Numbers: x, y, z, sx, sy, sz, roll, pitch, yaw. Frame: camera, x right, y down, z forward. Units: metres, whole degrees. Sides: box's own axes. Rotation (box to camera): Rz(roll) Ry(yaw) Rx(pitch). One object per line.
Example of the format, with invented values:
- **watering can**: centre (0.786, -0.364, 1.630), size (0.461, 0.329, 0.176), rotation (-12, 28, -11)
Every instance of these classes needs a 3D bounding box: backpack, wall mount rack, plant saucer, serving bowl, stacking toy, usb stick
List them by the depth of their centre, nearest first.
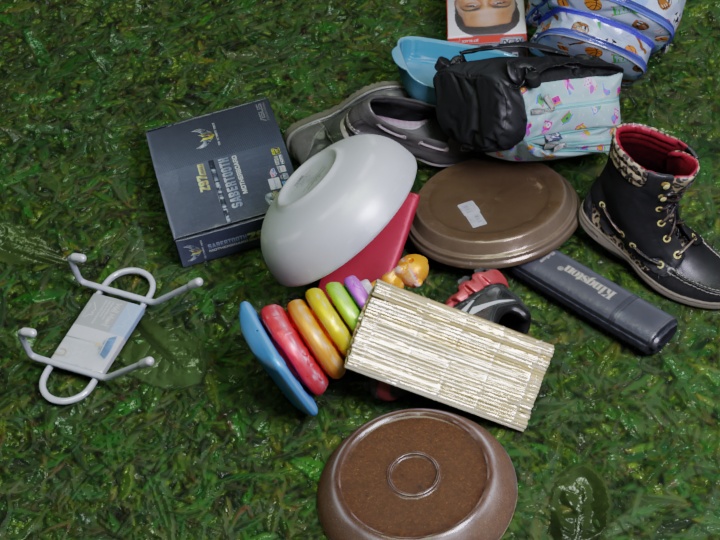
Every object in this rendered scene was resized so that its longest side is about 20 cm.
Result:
- **plant saucer**: centre (0.054, 0.208, 1.538), size (0.200, 0.035, 0.201), rotation (-4, 47, 4)
- **stacking toy**: centre (-0.014, 0.045, 1.613), size (0.200, 0.110, 0.116), rotation (-34, 45, 0)
- **usb stick**: centre (0.247, 0.027, 1.672), size (0.200, 0.033, 0.055), rotation (33, 61, 32)
- **serving bowl**: centre (-0.037, -0.078, 1.674), size (0.200, 0.066, 0.200), rotation (-36, 23, 18)
- **wall mount rack**: centre (-0.267, 0.057, 1.698), size (0.173, 0.075, 0.200), rotation (13, 52, 20)
- **plant saucer**: centre (0.147, -0.071, 1.756), size (0.200, 0.030, 0.200), rotation (-7, 37, 5)
- **backpack**: centre (0.200, -0.187, 1.772), size (0.200, 0.127, 0.167), rotation (-7, 20, -30)
- **backpack**: centre (0.291, -0.313, 1.849), size (0.200, 0.191, 0.154), rotation (14, 76, -5)

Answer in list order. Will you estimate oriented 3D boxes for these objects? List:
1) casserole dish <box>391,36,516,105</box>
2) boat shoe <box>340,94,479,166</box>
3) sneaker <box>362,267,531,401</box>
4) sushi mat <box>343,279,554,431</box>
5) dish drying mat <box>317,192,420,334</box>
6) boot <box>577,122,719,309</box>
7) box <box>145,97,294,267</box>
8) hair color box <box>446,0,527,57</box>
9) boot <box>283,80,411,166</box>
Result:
- **casserole dish**: centre (0.127, -0.227, 1.877), size (0.200, 0.039, 0.121), rotation (6, 38, -18)
- **boat shoe**: centre (0.073, -0.163, 1.799), size (0.200, 0.057, 0.067), rotation (3, 60, -33)
- **sneaker**: centre (0.097, 0.079, 1.622), size (0.200, 0.071, 0.098), rotation (-34, 51, -22)
- **sushi mat**: centre (0.089, 0.086, 1.575), size (0.200, 0.012, 0.096), rotation (20, 84, -7)
- **dish drying mat**: centre (0.000, 0.000, 1.702), size (0.077, 0.018, 0.200), rotation (13, 70, 18)
- **boot**: centre (0.326, -0.058, 1.646), size (0.200, 0.151, 0.073), rotation (38, 59, 22)
- **box**: centre (-0.158, -0.107, 1.846), size (0.157, 0.051, 0.200), rotation (-16, 47, -4)
- **hair color box**: centre (0.160, -0.342, 2.003), size (0.101, 0.061, 0.200), rotation (-4, 48, 5)
- **boot**: centre (0.009, -0.119, 1.817), size (0.182, 0.073, 0.200), rotation (-28, 42, 1)
